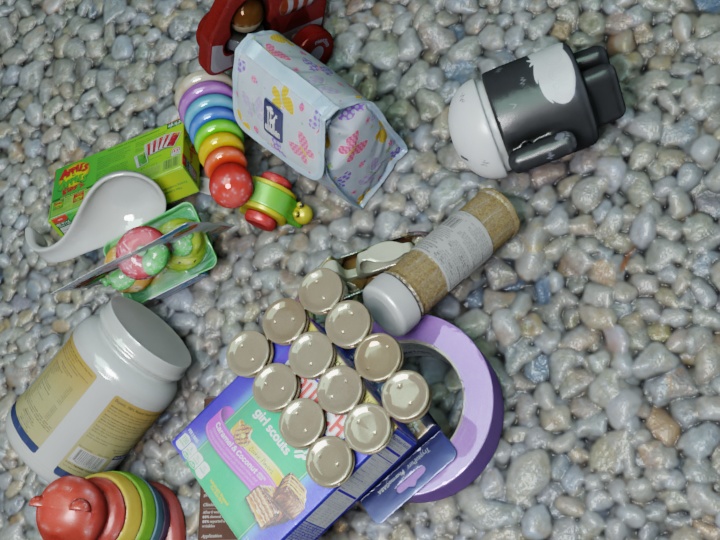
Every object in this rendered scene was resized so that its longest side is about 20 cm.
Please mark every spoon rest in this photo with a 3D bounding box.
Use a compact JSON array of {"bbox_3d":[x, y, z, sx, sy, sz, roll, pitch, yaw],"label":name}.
[{"bbox_3d":[-0.333,-0.061,1.344,0.198,0.100,0.061,-24,44,17],"label":"spoon rest"}]

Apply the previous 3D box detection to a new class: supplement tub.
[{"bbox_3d":[-0.308,0.145,1.271,0.200,0.144,0.145,-48,64,9],"label":"supplement tub"}]

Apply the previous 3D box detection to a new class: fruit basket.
[{"bbox_3d":[-0.253,-0.011,1.290,0.183,0.200,0.095,-26,94,8],"label":"fruit basket"}]

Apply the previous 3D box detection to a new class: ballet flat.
[{"bbox_3d":[0.000,0.000,1.266,0.197,0.071,0.070,-23,65,11],"label":"ballet flat"}]

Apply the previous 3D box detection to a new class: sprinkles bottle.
[{"bbox_3d":[0.093,-0.012,1.200,0.068,0.069,0.199,38,64,25],"label":"sprinkles bottle"}]

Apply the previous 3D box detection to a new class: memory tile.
[{"bbox_3d":[-0.034,0.105,1.087,0.153,0.017,0.200,-41,63,0],"label":"memory tile"}]

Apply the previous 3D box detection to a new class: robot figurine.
[{"bbox_3d":[0.199,-0.182,1.231,0.197,0.150,0.127,-20,89,11],"label":"robot figurine"}]

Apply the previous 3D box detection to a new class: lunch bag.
[{"bbox_3d":[-0.060,-0.182,1.276,0.169,0.200,0.128,39,87,25],"label":"lunch bag"}]

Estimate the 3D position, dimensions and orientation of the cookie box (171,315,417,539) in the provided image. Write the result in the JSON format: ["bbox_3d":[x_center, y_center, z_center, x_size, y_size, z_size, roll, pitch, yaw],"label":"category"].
[{"bbox_3d":[-0.070,0.178,1.124,0.200,0.075,0.171,-43,63,1],"label":"cookie box"}]

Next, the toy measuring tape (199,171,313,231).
[{"bbox_3d":[-0.148,-0.098,1.351,0.197,0.074,0.075,19,79,23],"label":"toy measuring tape"}]

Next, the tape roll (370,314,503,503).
[{"bbox_3d":[0.058,0.154,1.200,0.197,0.066,0.204,-6,71,16],"label":"tape roll"}]

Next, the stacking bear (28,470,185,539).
[{"bbox_3d":[-0.289,0.280,1.202,0.119,0.200,0.116,7,75,21],"label":"stacking bear"}]

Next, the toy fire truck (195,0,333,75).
[{"bbox_3d":[-0.117,-0.329,1.343,0.198,0.169,0.112,-29,59,-32],"label":"toy fire truck"}]

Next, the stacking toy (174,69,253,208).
[{"bbox_3d":[-0.177,-0.156,1.333,0.084,0.086,0.202,-25,52,9],"label":"stacking toy"}]

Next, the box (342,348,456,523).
[{"bbox_3d":[0.002,0.158,1.165,0.121,0.032,0.201,-41,66,3],"label":"box"}]

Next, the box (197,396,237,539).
[{"bbox_3d":[-0.127,0.247,1.229,0.098,0.075,0.204,-5,73,18],"label":"box"}]

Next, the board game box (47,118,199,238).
[{"bbox_3d":[-0.308,-0.118,1.406,0.197,0.048,0.103,-20,45,12],"label":"board game box"}]
